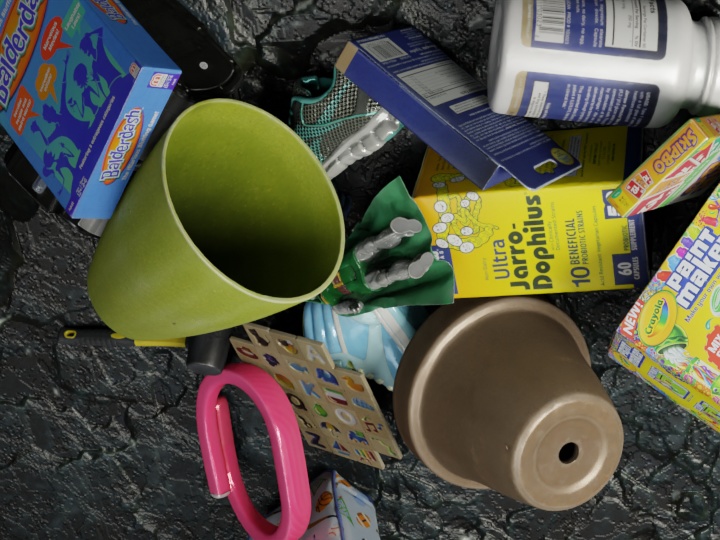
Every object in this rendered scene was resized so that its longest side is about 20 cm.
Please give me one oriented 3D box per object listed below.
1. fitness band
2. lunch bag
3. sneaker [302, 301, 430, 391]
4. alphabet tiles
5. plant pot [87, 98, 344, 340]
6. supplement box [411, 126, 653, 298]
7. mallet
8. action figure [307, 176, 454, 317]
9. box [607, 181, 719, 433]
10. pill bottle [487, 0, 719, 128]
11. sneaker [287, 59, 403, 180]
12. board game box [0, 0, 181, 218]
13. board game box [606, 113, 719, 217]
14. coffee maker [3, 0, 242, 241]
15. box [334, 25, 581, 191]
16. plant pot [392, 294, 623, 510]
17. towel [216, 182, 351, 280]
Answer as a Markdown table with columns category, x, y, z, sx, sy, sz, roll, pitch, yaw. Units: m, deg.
| category | x | y | z | sx | sy | sz | roll | pitch | yaw |
| --- | --- | --- | --- | --- | --- | --- | --- | --- | --- |
| fitness band | -0.112 | 0.192 | 1.517 | 0.143 | 0.037 | 0.201 | 7 | 111 | 50 |
| lunch bag | -0.053 | 0.314 | 1.544 | 0.160 | 0.200 | 0.076 | -42 | 116 | 18 |
| sneaker | 0.016 | 0.091 | 1.460 | 0.130 | 0.080 | 0.201 | -24 | 105 | 23 |
| alphabet tiles | -0.045 | 0.128 | 1.479 | 0.166 | 0.006 | 0.200 | 14 | 144 | 34 |
| plant pot | -0.147 | -0.018 | 1.278 | 0.187 | 0.187 | 0.200 | 43 | 133 | -15 |
| supplement box | 0.158 | -0.052 | 1.316 | 0.199 | 0.110 | 0.109 | -4 | 121 | 15 |
| mallet | -0.225 | 0.080 | 1.513 | 0.199 | 0.066 | 0.041 | -6 | 155 | 19 |
| action figure | 0.000 | 0.000 | 1.338 | 0.200 | 0.055 | 0.119 | -26 | 82 | 57 |
| box | 0.343 | 0.036 | 1.229 | 0.192 | 0.122 | 0.200 | 35 | 83 | 12 |
| pill bottle | 0.210 | -0.177 | 1.218 | 0.199 | 0.111 | 0.112 | 6 | 124 | -1 |
| sneaker | -0.035 | -0.132 | 1.327 | 0.200 | 0.078 | 0.091 | -33 | 100 | 39 |
| board game box | -0.245 | -0.164 | 1.232 | 0.200 | 0.045 | 0.152 | 48 | 121 | 32 |
| board game box | 0.281 | -0.093 | 1.217 | 0.030 | 0.200 | 0.096 | 51 | 121 | 12 |
| coffee maker | -0.230 | -0.157 | 1.338 | 0.200 | 0.134 | 0.193 | -48 | 62 | 31 |
| box | 0.084 | -0.130 | 1.233 | 0.200 | 0.121 | 0.032 | 40 | 119 | 14 |
| plant pot | 0.153 | 0.132 | 1.351 | 0.199 | 0.175 | 0.201 | -8 | 111 | -21 |
| towel | -0.100 | -0.007 | 1.398 | 0.200 | 0.112 | 0.049 | -32 | 99 | 26 |
